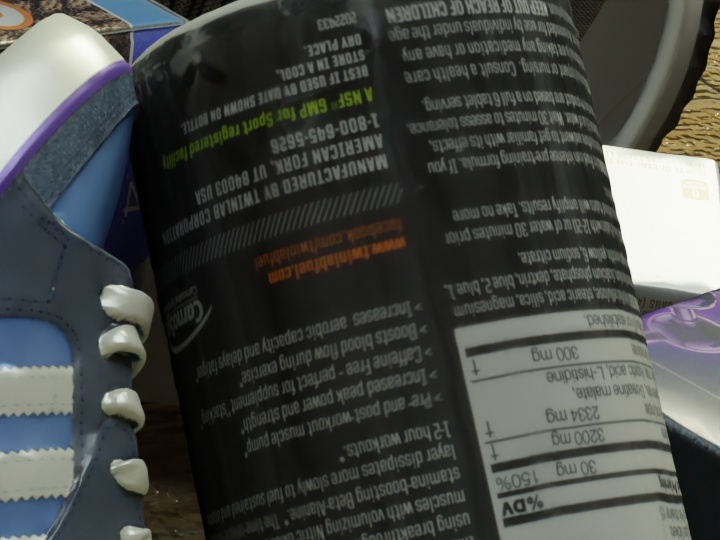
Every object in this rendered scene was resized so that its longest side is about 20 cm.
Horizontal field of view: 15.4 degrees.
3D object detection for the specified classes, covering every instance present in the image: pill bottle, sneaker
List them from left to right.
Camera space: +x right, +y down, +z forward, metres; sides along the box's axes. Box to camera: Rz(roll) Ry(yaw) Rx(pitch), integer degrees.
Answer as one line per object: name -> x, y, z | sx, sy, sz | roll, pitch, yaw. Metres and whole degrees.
sneaker -> -0.053, 0.062, 0.537 | 0.146, 0.081, 0.201 | 29, 67, -2
pill bottle -> 0.015, 0.042, 0.584 | 0.106, 0.201, 0.106 | -11, -10, -2

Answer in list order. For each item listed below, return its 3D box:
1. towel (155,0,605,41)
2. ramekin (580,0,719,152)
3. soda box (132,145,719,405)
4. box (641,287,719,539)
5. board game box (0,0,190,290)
towel -> -0.030, -0.087, 0.717 | 0.199, 0.193, 0.035 | 14, 58, -12
ramekin -> 0.028, -0.099, 0.897 | 0.199, 0.201, 0.105 | 21, 11, 19
soda box -> 0.000, 0.000, 0.742 | 0.199, 0.064, 0.068 | 7, 37, -3
box -> 0.146, 0.075, 0.683 | 0.148, 0.105, 0.199 | 30, 29, 32
board game box -> -0.154, 0.009, 0.616 | 0.199, 0.160, 0.097 | -13, 33, -44
